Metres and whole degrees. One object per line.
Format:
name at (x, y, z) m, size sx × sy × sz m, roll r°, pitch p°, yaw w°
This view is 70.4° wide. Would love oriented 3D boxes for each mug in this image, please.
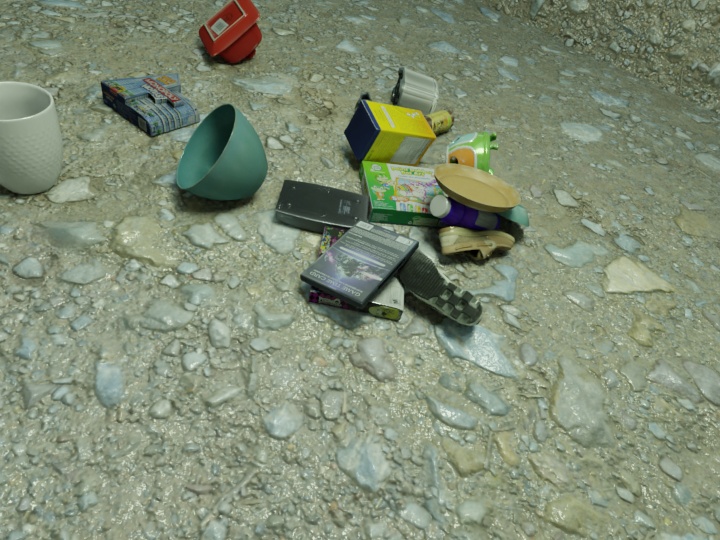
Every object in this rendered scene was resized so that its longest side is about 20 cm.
mug at (-0.665, -0.230, 0.958) m, size 0.147 × 0.176 × 0.200 m, roll 30°, pitch 44°, yaw 16°

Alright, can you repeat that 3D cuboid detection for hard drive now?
hard drive at (-0.083, -0.136, 1.134) m, size 0.198 × 0.043 × 0.136 m, roll 11°, pitch 42°, yaw -5°

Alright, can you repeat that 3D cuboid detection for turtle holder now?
turtle holder at (0.295, -0.309, 1.364) m, size 0.130 × 0.142 × 0.187 m, roll 2°, pitch 50°, yaw 10°

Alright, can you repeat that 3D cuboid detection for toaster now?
toaster at (0.169, -0.546, 1.596) m, size 0.128 × 0.114 × 0.201 m, roll 12°, pitch 40°, yaw -7°

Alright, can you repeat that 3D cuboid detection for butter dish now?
butter dish at (-0.387, -0.738, 1.618) m, size 0.199 × 0.148 × 0.201 m, roll -36°, pitch 54°, yaw 6°

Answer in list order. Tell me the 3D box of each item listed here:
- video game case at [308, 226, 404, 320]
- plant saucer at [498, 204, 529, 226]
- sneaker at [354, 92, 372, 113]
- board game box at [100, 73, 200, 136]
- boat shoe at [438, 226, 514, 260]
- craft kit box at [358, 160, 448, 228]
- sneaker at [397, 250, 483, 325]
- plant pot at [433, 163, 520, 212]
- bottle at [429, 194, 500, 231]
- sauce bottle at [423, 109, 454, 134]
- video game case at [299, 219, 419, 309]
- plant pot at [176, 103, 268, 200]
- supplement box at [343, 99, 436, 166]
video game case at (0.000, 0.000, 1.018) m, size 0.179 × 0.036 × 0.201 m, roll 12°, pitch 42°, yaw -4°
plant saucer at (0.325, -0.168, 1.233) m, size 0.198 × 0.036 × 0.200 m, roll 24°, pitch 16°, yaw -8°
sneaker at (0.008, -0.438, 1.448) m, size 0.073 × 0.082 × 0.201 m, roll -1°, pitch 42°, yaw -3°
board game box at (-0.516, -0.440, 1.313) m, size 0.199 × 0.062 × 0.199 m, roll 34°, pitch 46°, yaw 20°
boat shoe at (0.260, -0.054, 1.141) m, size 0.198 × 0.071 × 0.065 m, roll 4°, pitch 78°, yaw -24°
craft kit box at (0.106, -0.188, 1.248) m, size 0.198 × 0.049 × 0.199 m, roll 4°, pitch 41°, yaw -14°
sneaker at (0.150, 0.043, 0.992) m, size 0.074 × 0.089 × 0.200 m, roll -46°, pitch 67°, yaw -3°
plant pot at (0.251, -0.179, 1.120) m, size 0.198 × 0.028 × 0.201 m, roll 12°, pitch 33°, yaw -8°
bottle at (0.234, -0.126, 1.149) m, size 0.199 × 0.066 × 0.083 m, roll 10°, pitch 19°, yaw -44°
sauce bottle at (0.201, -0.429, 1.519) m, size 0.065 × 0.065 × 0.199 m, roll 39°, pitch 49°, yaw 25°
video game case at (0.001, -0.019, 0.971) m, size 0.142 × 0.019 × 0.200 m, roll 23°, pitch 49°, yaw 27°
plant pot at (-0.277, -0.229, 1.089) m, size 0.134 × 0.200 × 0.201 m, roll 32°, pitch 27°, yaw -41°
supplement box at (0.076, -0.352, 1.324) m, size 0.198 × 0.109 × 0.110 m, roll -2°, pitch 56°, yaw -35°
